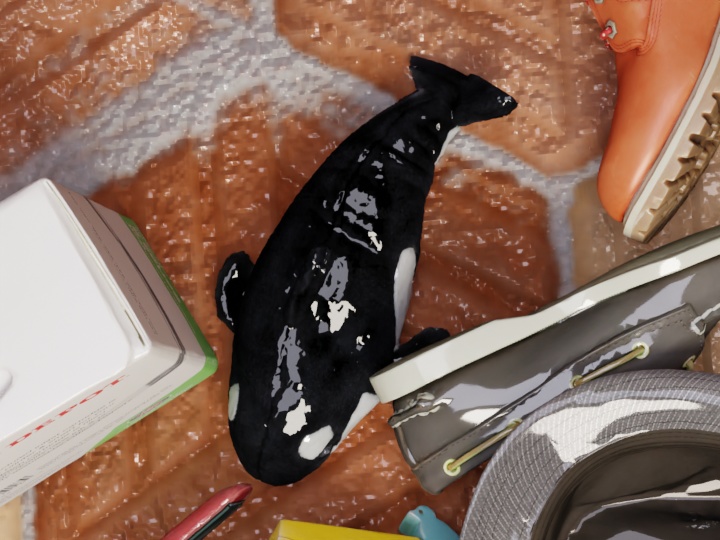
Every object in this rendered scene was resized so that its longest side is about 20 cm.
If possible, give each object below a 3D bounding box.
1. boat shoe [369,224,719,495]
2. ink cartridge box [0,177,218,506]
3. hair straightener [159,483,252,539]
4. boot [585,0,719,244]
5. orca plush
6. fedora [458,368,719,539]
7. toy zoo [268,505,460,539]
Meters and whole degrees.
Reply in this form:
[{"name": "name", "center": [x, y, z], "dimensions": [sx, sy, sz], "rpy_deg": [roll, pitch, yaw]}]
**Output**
[{"name": "boat shoe", "center": [0.106, 0.032, 1.198], "dimensions": [0.201, 0.072, 0.061], "rpy_deg": [-23, 89, -2]}, {"name": "ink cartridge box", "center": [-0.150, 0.040, 1.156], "dimensions": [0.145, 0.200, 0.084], "rpy_deg": [-31, 84, 2]}, {"name": "hair straightener", "center": [-0.106, 0.181, 1.221], "dimensions": [0.200, 0.041, 0.077], "rpy_deg": [-38, 83, 1]}, {"name": "boot", "center": [0.122, -0.113, 1.213], "dimensions": [0.107, 0.075, 0.201], "rpy_deg": [16, 79, 9]}, {"name": "orca plush", "center": [0.000, 0.000, 1.210], "dimensions": [0.105, 0.071, 0.200], "rpy_deg": [40, 90, 7]}, {"name": "fedora", "center": [0.141, 0.134, 1.178], "dimensions": [0.199, 0.090, 0.178], "rpy_deg": [10, 87, 7]}, {"name": "toy zoo", "center": [0.018, 0.178, 1.159], "dimensions": [0.131, 0.020, 0.200], "rpy_deg": [18, 43, -13]}]
